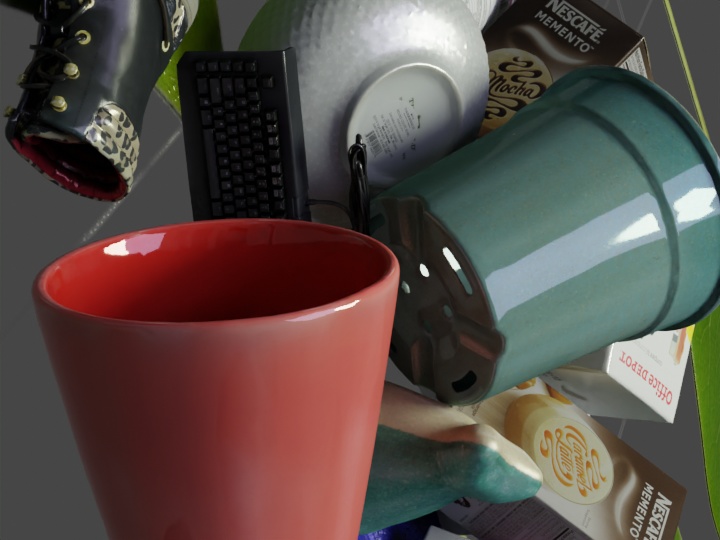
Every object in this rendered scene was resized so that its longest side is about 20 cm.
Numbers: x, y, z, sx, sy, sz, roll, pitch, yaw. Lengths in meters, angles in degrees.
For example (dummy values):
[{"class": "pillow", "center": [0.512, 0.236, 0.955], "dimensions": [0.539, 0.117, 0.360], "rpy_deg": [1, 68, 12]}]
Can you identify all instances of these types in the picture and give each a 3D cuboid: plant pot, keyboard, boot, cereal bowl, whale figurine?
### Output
[{"class": "plant pot", "center": [-0.075, 0.080, 0.723], "dimensions": [0.200, 0.200, 0.177], "rpy_deg": [-31, 123, -57]}, {"class": "keyboard", "center": [-0.047, -0.042, 0.806], "dimensions": [0.021, 0.127, 0.200], "rpy_deg": [-69, 157, -64]}, {"class": "boot", "center": [-0.162, -0.148, 0.695], "dimensions": [0.204, 0.073, 0.154], "rpy_deg": [54, 40, -53]}, {"class": "cereal bowl", "center": [0.012, -0.114, 0.888], "dimensions": [0.200, 0.083, 0.200], "rpy_deg": [-17, 126, -26]}, {"class": "plant pot", "center": [0.113, -0.015, 0.858], "dimensions": [0.196, 0.200, 0.200], "rpy_deg": [-24, 109, -30]}, {"class": "whale figurine", "center": [0.019, 0.132, 0.848], "dimensions": [0.159, 0.200, 0.104], "rpy_deg": [39, 67, -43]}]

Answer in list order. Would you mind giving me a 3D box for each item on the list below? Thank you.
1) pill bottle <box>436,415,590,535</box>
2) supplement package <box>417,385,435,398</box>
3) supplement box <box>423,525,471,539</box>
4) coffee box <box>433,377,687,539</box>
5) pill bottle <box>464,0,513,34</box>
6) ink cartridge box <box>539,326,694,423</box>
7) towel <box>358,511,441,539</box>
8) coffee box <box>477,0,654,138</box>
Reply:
[{"class": "pill bottle", "center": [0.123, 0.158, 1.123], "dimensions": [0.200, 0.109, 0.109], "rpy_deg": [-24, 107, -58]}, {"class": "supplement package", "center": [0.115, 0.000, 1.119], "dimensions": [0.121, 0.120, 0.200], "rpy_deg": [62, 38, -35]}, {"class": "supplement box", "center": [0.091, 0.298, 0.989], "dimensions": [0.103, 0.101, 0.200], "rpy_deg": [-59, 152, -30]}, {"class": "coffee box", "center": [0.140, 0.163, 0.977], "dimensions": [0.200, 0.080, 0.114], "rpy_deg": [37, 41, -2]}, {"class": "pill bottle", "center": [0.041, -0.216, 1.027], "dimensions": [0.200, 0.113, 0.113], "rpy_deg": [-39, 120, -55]}, {"class": "ink cartridge box", "center": [0.221, 0.012, 1.065], "dimensions": [0.145, 0.083, 0.200], "rpy_deg": [34, 67, -48]}, {"class": "towel", "center": [0.005, 0.218, 0.967], "dimensions": [0.200, 0.050, 0.148], "rpy_deg": [-40, 121, -55]}, {"class": "coffee box", "center": [0.128, -0.130, 1.037], "dimensions": [0.200, 0.113, 0.080], "rpy_deg": [-46, 150, -3]}]
